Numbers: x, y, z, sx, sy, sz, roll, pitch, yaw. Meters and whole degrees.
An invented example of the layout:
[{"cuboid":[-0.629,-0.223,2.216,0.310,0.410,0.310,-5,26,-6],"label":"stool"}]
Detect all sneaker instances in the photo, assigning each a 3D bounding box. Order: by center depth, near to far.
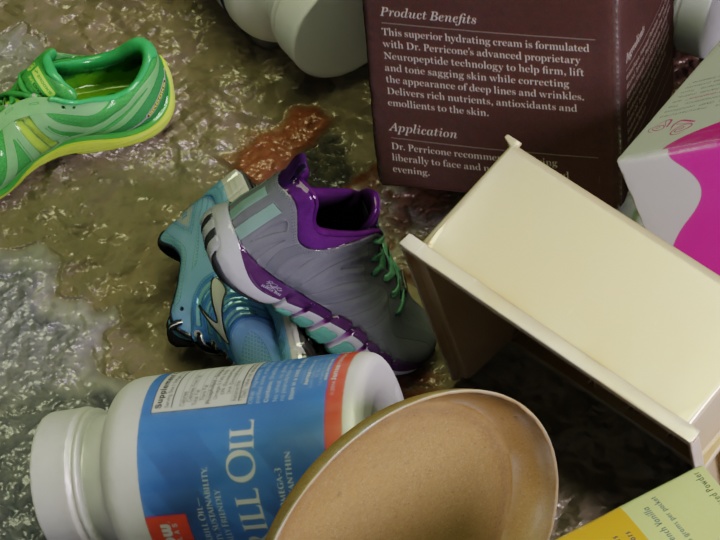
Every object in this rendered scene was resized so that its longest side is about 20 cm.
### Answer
[{"cuboid":[0.000,0.000,1.331,0.088,0.200,0.074,-36,51,22],"label":"sneaker"},{"cuboid":[-0.070,0.039,1.391,0.090,0.078,0.200,-28,56,9],"label":"sneaker"},{"cuboid":[-0.219,-0.106,1.491,0.200,0.084,0.074,-24,54,-19],"label":"sneaker"}]

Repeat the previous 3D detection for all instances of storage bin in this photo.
[{"cuboid":[0.142,0.049,1.293,0.200,0.199,0.094,34,74,25],"label":"storage bin"}]

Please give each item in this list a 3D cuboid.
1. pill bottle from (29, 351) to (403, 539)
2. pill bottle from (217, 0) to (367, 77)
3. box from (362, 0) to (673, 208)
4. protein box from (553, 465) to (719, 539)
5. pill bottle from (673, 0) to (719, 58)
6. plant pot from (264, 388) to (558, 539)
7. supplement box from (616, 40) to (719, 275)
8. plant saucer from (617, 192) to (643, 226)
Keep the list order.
[{"cuboid":[-0.078,0.111,1.275,0.200,0.112,0.112,-8,48,16],"label":"pill bottle"},{"cuboid":[-0.057,-0.230,1.575,0.120,0.120,0.200,-25,54,-20],"label":"pill bottle"},{"cuboid":[0.104,-0.168,1.436,0.166,0.200,0.164,7,34,18],"label":"box"},{"cuboid":[0.117,0.239,1.125,0.200,0.199,0.135,-24,54,-19],"label":"protein box"},{"cuboid":[0.162,-0.220,1.573,0.200,0.112,0.112,24,54,19],"label":"pill bottle"},{"cuboid":[0.020,0.147,1.209,0.200,0.200,0.027,-30,40,-23],"label":"plant pot"},{"cuboid":[0.247,-0.075,1.335,0.101,0.103,0.200,-8,24,37],"label":"supplement box"},{"cuboid":[0.225,-0.032,1.435,0.200,0.050,0.200,-3,32,2],"label":"plant saucer"}]
